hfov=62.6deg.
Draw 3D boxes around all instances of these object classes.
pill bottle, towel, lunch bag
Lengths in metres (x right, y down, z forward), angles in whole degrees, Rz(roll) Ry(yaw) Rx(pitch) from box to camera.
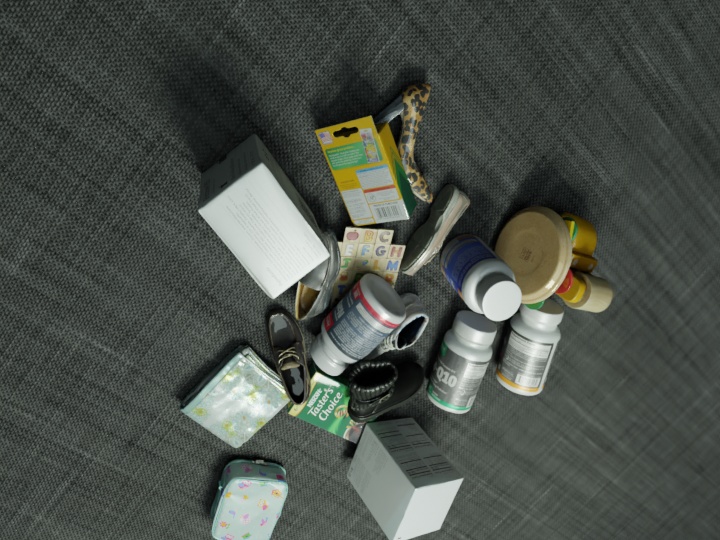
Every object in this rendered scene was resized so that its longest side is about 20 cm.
[{"bbox_3d":[0.225,0.201,1.312,0.110,0.114,0.205,10,111,-18],"label":"pill bottle"},{"bbox_3d":[-0.257,0.272,1.259,0.199,0.048,0.171,-41,116,7],"label":"towel"},{"bbox_3d":[0.240,0.015,1.180,0.109,0.201,0.115,-5,116,-11],"label":"pill bottle"},{"bbox_3d":[0.383,0.167,1.335,0.113,0.117,0.205,5,112,-16],"label":"pill bottle"},{"bbox_3d":[-0.011,0.116,1.202,0.118,0.121,0.200,33,114,-25],"label":"pill bottle"},{"bbox_3d":[-0.260,0.527,1.360,0.156,0.077,0.205,14,110,-18],"label":"lunch bag"}]

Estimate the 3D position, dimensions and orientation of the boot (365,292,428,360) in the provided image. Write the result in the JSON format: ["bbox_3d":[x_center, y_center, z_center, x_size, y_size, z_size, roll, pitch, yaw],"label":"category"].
[{"bbox_3d":[0.059,0.139,1.250,0.073,0.096,0.200,37,101,-26],"label":"boot"}]

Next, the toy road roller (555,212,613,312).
[{"bbox_3d":[0.438,-0.025,1.213,0.120,0.201,0.149,9,117,-36],"label":"toy road roller"}]

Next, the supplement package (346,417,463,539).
[{"bbox_3d":[0.095,0.463,1.329,0.148,0.200,0.155,4,116,-37],"label":"supplement package"}]

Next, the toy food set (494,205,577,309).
[{"bbox_3d":[0.348,-0.027,1.194,0.048,0.196,0.206,10,93,-35],"label":"toy food set"}]

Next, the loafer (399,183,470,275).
[{"bbox_3d":[0.154,-0.072,1.196,0.062,0.072,0.203,24,104,-30],"label":"loafer"}]

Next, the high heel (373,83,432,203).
[{"bbox_3d":[0.117,-0.236,1.104,0.141,0.072,0.201,-36,110,10],"label":"high heel"}]

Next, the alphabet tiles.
[{"bbox_3d":[0.000,0.000,1.197,0.161,0.006,0.204,3,126,-15],"label":"alphabet tiles"}]

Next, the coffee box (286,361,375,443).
[{"bbox_3d":[-0.055,0.299,1.324,0.198,0.044,0.124,32,103,-25],"label":"coffee box"}]

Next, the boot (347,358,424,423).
[{"bbox_3d":[0.061,0.227,1.245,0.208,0.079,0.160,-29,147,-27],"label":"boot"}]

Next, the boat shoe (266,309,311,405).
[{"bbox_3d":[-0.141,0.179,1.211,0.073,0.073,0.205,-19,99,-8],"label":"boat shoe"}]

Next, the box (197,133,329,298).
[{"bbox_3d":[-0.169,-0.098,1.025,0.129,0.200,0.202,-35,118,4],"label":"box"}]

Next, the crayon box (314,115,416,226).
[{"bbox_3d":[0.012,-0.185,1.079,0.123,0.052,0.203,-4,124,32],"label":"crayon box"}]

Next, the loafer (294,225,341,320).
[{"bbox_3d":[-0.086,0.012,1.140,0.071,0.072,0.205,23,125,21],"label":"loafer"}]
